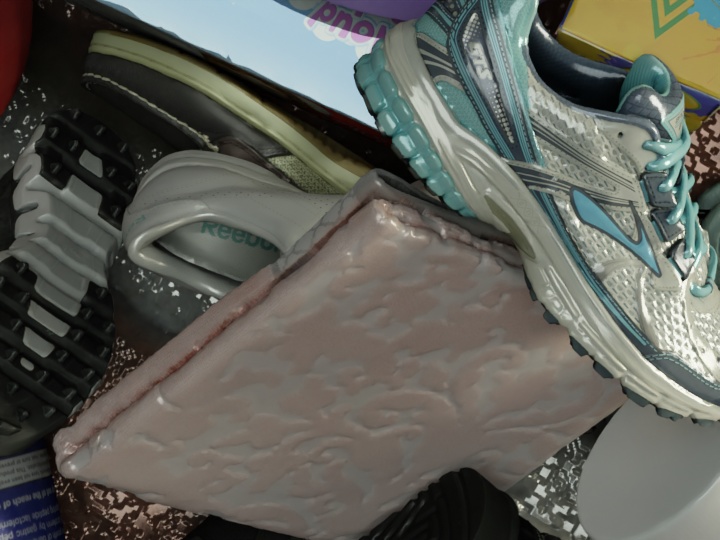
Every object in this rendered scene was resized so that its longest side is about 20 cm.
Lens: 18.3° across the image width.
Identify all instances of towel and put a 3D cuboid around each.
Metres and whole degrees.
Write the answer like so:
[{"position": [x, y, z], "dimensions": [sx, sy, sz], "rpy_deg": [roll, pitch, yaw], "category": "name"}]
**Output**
[{"position": [0.008, 0.047, 0.902], "dimensions": [0.191, 0.200, 0.032], "rpy_deg": [-40, 50, 28], "category": "towel"}]

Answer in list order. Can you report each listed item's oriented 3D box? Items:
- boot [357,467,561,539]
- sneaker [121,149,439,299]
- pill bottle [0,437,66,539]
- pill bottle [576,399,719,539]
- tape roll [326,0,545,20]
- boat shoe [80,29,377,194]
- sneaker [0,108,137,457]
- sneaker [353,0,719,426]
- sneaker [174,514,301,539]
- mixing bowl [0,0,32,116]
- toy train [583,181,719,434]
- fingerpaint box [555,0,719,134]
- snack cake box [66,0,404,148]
[{"position": [0.039, 0.189, 0.974], "dimensions": [0.158, 0.080, 0.211], "rpy_deg": [37, 123, -26], "category": "boot"}, {"position": [0.000, 0.000, 0.914], "dimensions": [0.199, 0.089, 0.076], "rpy_deg": [6, 107, 2], "category": "sneaker"}, {"position": [-0.176, 0.159, 0.963], "dimensions": [0.115, 0.116, 0.201], "rpy_deg": [-14, 88, 2], "category": "pill bottle"}, {"position": [0.188, 0.130, 0.918], "dimensions": [0.200, 0.116, 0.116], "rpy_deg": [41, 90, -21], "category": "pill bottle"}, {"position": [0.015, -0.198, 0.921], "dimensions": [0.199, 0.200, 0.085], "rpy_deg": [25, 133, 3], "category": "tape roll"}, {"position": [-0.042, -0.035, 0.985], "dimensions": [0.200, 0.072, 0.066], "rpy_deg": [30, 85, -2], "category": "boat shoe"}, {"position": [-0.148, 0.019, 0.944], "dimensions": [0.066, 0.200, 0.090], "rpy_deg": [36, 123, -21], "category": "sneaker"}, {"position": [0.092, -0.027, 0.810], "dimensions": [0.200, 0.078, 0.086], "rpy_deg": [44, 111, -13], "category": "sneaker"}, {"position": [-0.090, 0.140, 0.926], "dimensions": [0.073, 0.200, 0.082], "rpy_deg": [-31, 99, 34], "category": "sneaker"}, {"position": [-0.214, -0.113, 0.957], "dimensions": [0.199, 0.108, 0.201], "rpy_deg": [10, 108, 31], "category": "mixing bowl"}, {"position": [0.166, 0.019, 0.974], "dimensions": [0.199, 0.085, 0.115], "rpy_deg": [2, 98, 3], "category": "toy train"}, {"position": [0.140, -0.146, 0.916], "dimensions": [0.073, 0.200, 0.167], "rpy_deg": [24, 90, 4], "category": "fingerpaint box"}, {"position": [-0.036, -0.113, 0.965], "dimensions": [0.199, 0.115, 0.067], "rpy_deg": [25, 89, 2], "category": "snack cake box"}]
